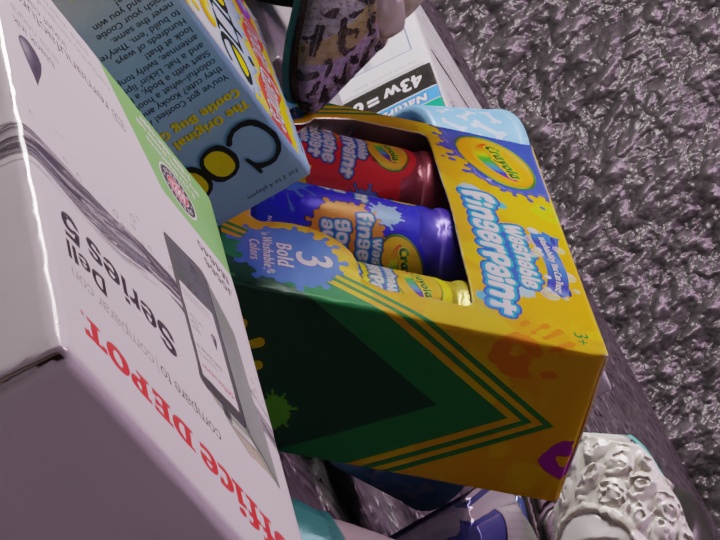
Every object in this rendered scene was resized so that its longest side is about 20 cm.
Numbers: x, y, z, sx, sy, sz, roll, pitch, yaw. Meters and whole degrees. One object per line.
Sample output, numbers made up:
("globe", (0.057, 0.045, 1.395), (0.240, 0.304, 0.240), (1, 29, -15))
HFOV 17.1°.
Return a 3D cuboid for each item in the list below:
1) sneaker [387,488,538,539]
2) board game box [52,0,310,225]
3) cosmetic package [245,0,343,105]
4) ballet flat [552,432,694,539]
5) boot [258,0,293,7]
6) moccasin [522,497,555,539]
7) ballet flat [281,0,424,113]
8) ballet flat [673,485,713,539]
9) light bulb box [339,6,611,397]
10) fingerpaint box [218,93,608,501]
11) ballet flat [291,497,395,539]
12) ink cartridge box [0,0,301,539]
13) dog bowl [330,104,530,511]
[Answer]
("sneaker", (0.069, 0.166, 1.136), (0.116, 0.080, 0.199), (61, 7, 13))
("board game box", (-0.117, -0.103, 0.859), (0.200, 0.104, 0.103), (54, 11, -41))
("cosmetic package", (-0.068, -0.109, 1.210), (0.107, 0.090, 0.200), (54, 9, -38))
("ballet flat", (0.128, 0.172, 1.102), (0.072, 0.071, 0.201), (5, 68, -79))
("boot", (-0.069, -0.205, 1.171), (0.202, 0.074, 0.154), (15, 31, -5))
("moccasin", (0.108, 0.179, 1.286), (0.074, 0.077, 0.202), (-39, 116, -40))
("ballet flat", (0.013, -0.160, 1.056), (0.072, 0.072, 0.201), (49, 45, -52))
("ballet flat", (0.139, 0.200, 1.202), (0.068, 0.068, 0.201), (44, 53, -63))
("light bulb box", (0.030, -0.027, 1.361), (0.199, 0.124, 0.200), (55, 11, -34))
("fingerpaint box", (0.000, 0.000, 0.991), (0.166, 0.074, 0.200), (12, 25, -10))
("ballet flat", (0.016, 0.149, 0.920), (0.201, 0.070, 0.067), (59, -4, -10))
("ink cartridge box", (-0.093, 0.017, 0.683), (0.146, 0.084, 0.201), (53, 12, -42))
("dog bowl", (0.027, 0.012, 1.151), (0.049, 0.111, 0.201), (15, 75, -25))
